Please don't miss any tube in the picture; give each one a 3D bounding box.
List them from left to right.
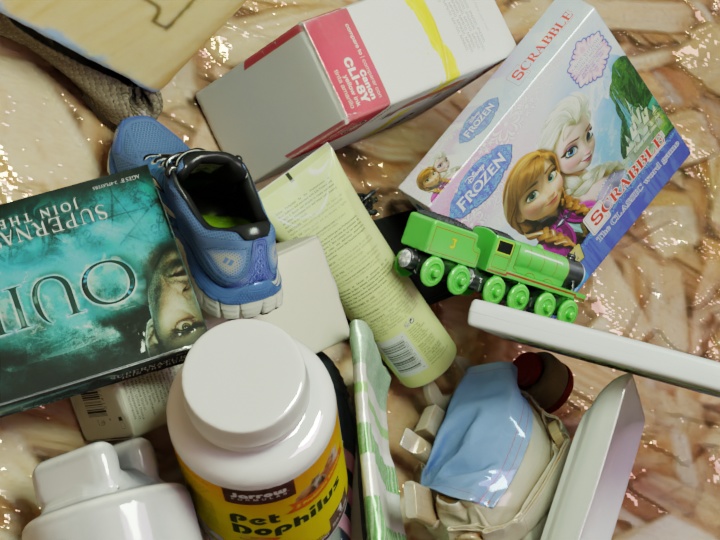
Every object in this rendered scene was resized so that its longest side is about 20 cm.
[{"bbox_3d":[0.000,0.000,1.546,0.200,0.052,0.058,52,54,-27],"label":"tube"}]

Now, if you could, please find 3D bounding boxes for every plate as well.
[{"bbox_3d":[0.166,0.185,1.559,0.200,0.032,0.201,52,55,-72],"label":"plate"}]

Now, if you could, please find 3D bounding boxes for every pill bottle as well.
[{"bbox_3d":[-0.066,0.110,1.357,0.108,0.200,0.110,-2,62,3],"label":"pill bottle"}]

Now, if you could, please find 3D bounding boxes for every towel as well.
[{"bbox_3d":[0.016,0.152,1.492,0.023,0.153,0.201,-6,72,4],"label":"towel"}]

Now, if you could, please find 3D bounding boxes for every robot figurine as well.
[{"bbox_3d":[-0.149,0.211,1.337,0.169,0.113,0.201,0,72,-55],"label":"robot figurine"}]

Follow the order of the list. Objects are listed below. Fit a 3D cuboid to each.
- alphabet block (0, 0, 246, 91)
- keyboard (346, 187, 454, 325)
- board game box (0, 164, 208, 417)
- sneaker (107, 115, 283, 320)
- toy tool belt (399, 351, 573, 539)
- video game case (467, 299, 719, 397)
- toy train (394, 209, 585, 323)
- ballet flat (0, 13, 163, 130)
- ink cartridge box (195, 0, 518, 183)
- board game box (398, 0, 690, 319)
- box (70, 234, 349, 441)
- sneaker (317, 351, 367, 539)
[{"bbox_3d":[-0.159,-0.283,1.436,0.196,0.200,0.196,25,42,-30],"label":"alphabet block"},{"bbox_3d":[-0.006,-0.010,1.599,0.199,0.040,0.105,-16,99,-38],"label":"keyboard"},{"bbox_3d":[-0.210,0.020,1.347,0.199,0.028,0.136,-17,70,-15],"label":"board game box"},{"bbox_3d":[-0.109,-0.056,1.426,0.078,0.090,0.200,-15,42,-31],"label":"sneaker"},{"bbox_3d":[0.094,0.124,1.565,0.123,0.124,0.201,40,51,-31],"label":"toy tool belt"},{"bbox_3d":[0.187,0.061,1.529,0.182,0.199,0.022,22,82,-78],"label":"video game case"},{"bbox_3d":[0.103,-0.002,1.579,0.199,0.042,0.057,16,94,-44],"label":"toy train"},{"bbox_3d":[-0.216,-0.173,1.477,0.200,0.046,0.068,42,53,-19],"label":"ballet flat"},{"bbox_3d":[0.000,-0.149,1.577,0.199,0.145,0.084,-26,88,-41],"label":"ink cartridge box"},{"bbox_3d":[0.149,-0.079,1.629,0.200,0.041,0.200,-51,135,-6],"label":"board game box"},{"bbox_3d":[-0.108,0.046,1.448,0.199,0.068,0.083,-22,98,-37],"label":"box"},{"bbox_3d":[-0.046,0.150,1.475,0.082,0.070,0.201,6,67,-36],"label":"sneaker"}]
